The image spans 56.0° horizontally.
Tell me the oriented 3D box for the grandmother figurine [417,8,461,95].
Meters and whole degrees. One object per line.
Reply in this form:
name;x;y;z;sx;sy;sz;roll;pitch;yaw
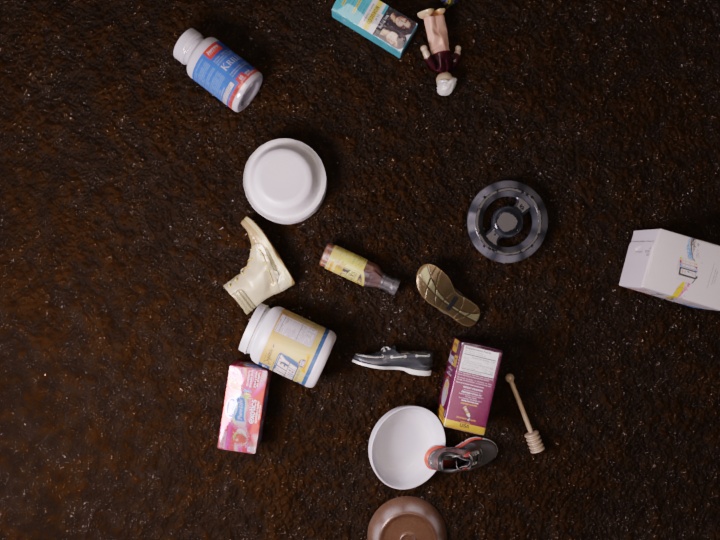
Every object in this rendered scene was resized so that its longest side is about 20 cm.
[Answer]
grandmother figurine;0.195;-0.527;1.642;0.120;0.060;0.202;-12;95;-19

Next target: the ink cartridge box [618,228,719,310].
ink cartridge box;0.751;-0.003;1.611;0.198;0.147;0.146;16;90;-1

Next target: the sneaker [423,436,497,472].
sneaker;0.254;0.454;1.619;0.198;0.082;0.078;-4;95;-23

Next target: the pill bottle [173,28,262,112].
pill bottle;-0.341;-0.480;1.609;0.199;0.112;0.113;37;90;-2

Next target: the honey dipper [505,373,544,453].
honey dipper;0.400;0.349;1.665;0.038;0.038;0.202;-21;89;-1

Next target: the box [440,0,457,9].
box;0.219;-0.690;1.571;0.064;0.200;0.070;-38;90;-1

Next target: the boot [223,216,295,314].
boot;-0.271;-0.012;1.634;0.155;0.073;0.201;-33;96;-3

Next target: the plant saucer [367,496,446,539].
plant saucer;0.116;0.661;1.664;0.198;0.037;0.203;0;91;0

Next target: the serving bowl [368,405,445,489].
serving bowl;0.103;0.418;1.633;0.198;0.066;0.202;-2;94;-23

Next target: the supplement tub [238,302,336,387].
supplement tub;-0.172;0.174;1.601;0.199;0.145;0.146;24;90;-1

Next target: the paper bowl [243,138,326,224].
paper bowl;-0.180;-0.215;1.619;0.199;0.104;0.203;0;89;0

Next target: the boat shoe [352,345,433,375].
boat shoe;0.079;0.212;1.644;0.198;0.076;0.061;8;91;-13

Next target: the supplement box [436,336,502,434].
supplement box;0.257;0.271;1.615;0.102;0.131;0.202;13;89;-1

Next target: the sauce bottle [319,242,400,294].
sauce bottle;0.000;0.000;1.641;0.199;0.066;0.066;25;90;1

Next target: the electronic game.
electronic game;0.359;-0.119;1.657;0.198;0.042;0.202;0;92;1

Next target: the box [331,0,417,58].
box;0.034;-0.608;1.645;0.199;0.049;0.083;31;90;-1

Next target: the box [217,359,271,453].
box;-0.275;0.323;1.623;0.095;0.100;0.202;9;91;-1

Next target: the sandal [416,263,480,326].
sandal;0.209;0.061;1.656;0.200;0.054;0.080;39;95;-15
